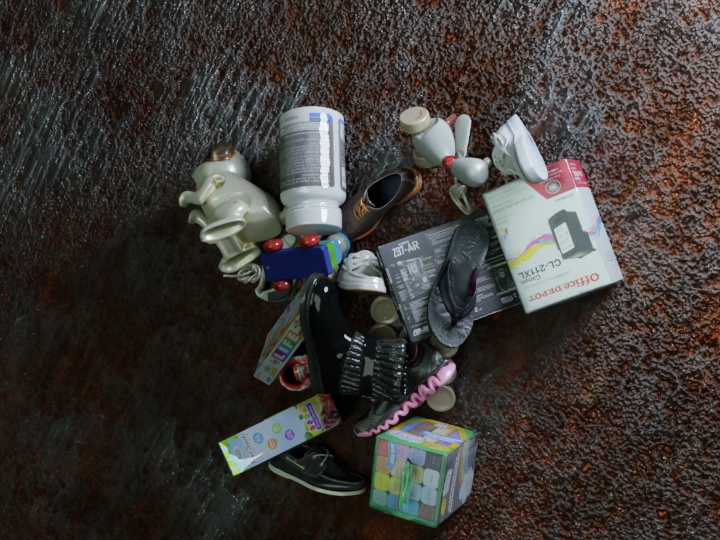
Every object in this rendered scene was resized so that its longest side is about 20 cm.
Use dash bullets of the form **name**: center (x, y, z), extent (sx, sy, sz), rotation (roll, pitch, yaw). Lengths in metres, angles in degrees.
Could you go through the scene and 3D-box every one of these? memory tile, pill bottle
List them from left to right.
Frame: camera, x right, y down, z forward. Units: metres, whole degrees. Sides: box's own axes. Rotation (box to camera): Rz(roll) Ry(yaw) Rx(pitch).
- **pill bottle**: center (-0.081, -0.165, 1.510), extent (0.113, 0.114, 0.201), rotation (-7, 79, 27)
- **memory tile**: center (0.087, 0.138, 1.477), extent (0.153, 0.017, 0.201), rotation (4, 112, 6)

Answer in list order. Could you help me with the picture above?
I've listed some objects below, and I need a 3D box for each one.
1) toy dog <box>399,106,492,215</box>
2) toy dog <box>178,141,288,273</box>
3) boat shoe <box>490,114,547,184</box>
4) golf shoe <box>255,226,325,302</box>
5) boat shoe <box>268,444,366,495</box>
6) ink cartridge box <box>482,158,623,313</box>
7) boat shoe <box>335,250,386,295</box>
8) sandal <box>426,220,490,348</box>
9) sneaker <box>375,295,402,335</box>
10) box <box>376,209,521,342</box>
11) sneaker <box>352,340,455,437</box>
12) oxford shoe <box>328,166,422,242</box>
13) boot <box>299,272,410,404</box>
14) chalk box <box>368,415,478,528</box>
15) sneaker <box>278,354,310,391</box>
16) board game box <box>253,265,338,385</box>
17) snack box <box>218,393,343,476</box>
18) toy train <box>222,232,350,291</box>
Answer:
- **toy dog**: center (0.150, -0.197, 1.408), extent (0.096, 0.132, 0.200), rotation (-35, 62, -11)
- **toy dog**: center (-0.228, -0.134, 1.575), extent (0.194, 0.140, 0.200), rotation (-31, 57, 4)
- **boat shoe**: center (0.232, -0.170, 1.334), extent (0.065, 0.200, 0.074), rotation (-33, 108, 18)
- **golf shoe**: center (-0.122, -0.032, 1.577), extent (0.077, 0.088, 0.201), rotation (27, 104, 25)
- **boat shoe**: center (-0.078, 0.350, 1.594), extent (0.199, 0.072, 0.068), rotation (16, 103, 28)
- **ink cartridge box**: center (0.295, -0.051, 1.365), extent (0.145, 0.083, 0.201), rotation (-23, 83, 26)
- **boat shoe**: center (0.000, 0.000, 1.471), extent (0.071, 0.200, 0.070), rotation (12, 93, -15)
- **sandal**: center (0.150, 0.018, 1.365), extent (0.075, 0.048, 0.201), rotation (13, 81, -4)
- **sneaker**: center (0.100, 0.054, 1.479), extent (0.088, 0.075, 0.200), rotation (38, 112, 14)
- **box**: center (0.143, 0.008, 1.413), extent (0.199, 0.044, 0.161), rotation (-20, 85, -6)
- **sneaker**: center (0.057, 0.190, 1.453), extent (0.200, 0.079, 0.095), rotation (-40, 88, 8)
- **oxford shoe**: center (0.010, -0.112, 1.510), extent (0.200, 0.073, 0.071), rotation (-39, 77, 24)
- **boot**: center (-0.004, 0.105, 1.393), extent (0.157, 0.079, 0.212), rotation (1, 111, 22)
- **chalk box**: center (0.094, 0.325, 1.431), extent (0.123, 0.200, 0.125), rotation (11, 98, 27)
- **sneaker**: center (-0.044, 0.166, 1.541), extent (0.201, 0.108, 0.067), rotation (-14, 88, 27)
- **board game box**: center (-0.111, 0.087, 1.544), extent (0.034, 0.135, 0.200), rotation (31, 117, -11)
- **snack box**: center (-0.130, 0.276, 1.519), extent (0.199, 0.169, 0.068), rotation (-25, 81, -4)
- **toy train**: center (-0.122, -0.021, 1.503), extent (0.199, 0.116, 0.085), rotation (-6, 105, 27)
